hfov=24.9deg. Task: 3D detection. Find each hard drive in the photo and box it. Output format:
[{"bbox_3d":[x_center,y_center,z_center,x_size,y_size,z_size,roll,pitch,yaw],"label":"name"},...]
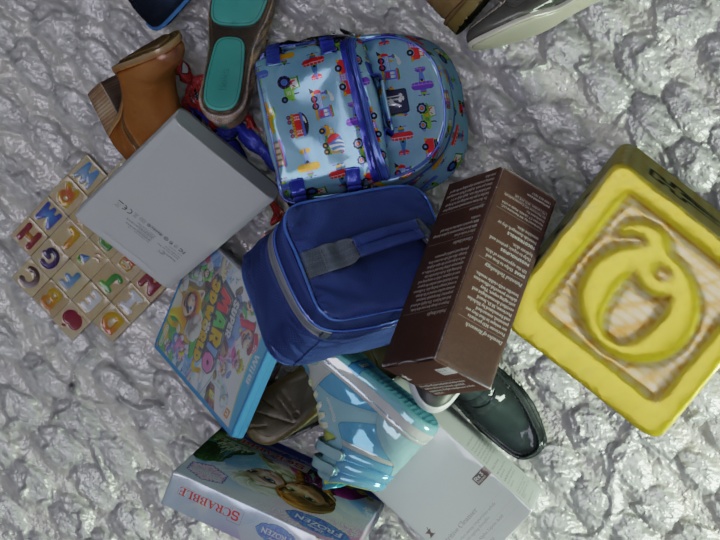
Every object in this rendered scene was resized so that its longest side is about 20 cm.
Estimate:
[{"bbox_3d":[-0.193,-0.071,1.700,0.132,0.026,0.200,39,132,-16],"label":"hard drive"}]

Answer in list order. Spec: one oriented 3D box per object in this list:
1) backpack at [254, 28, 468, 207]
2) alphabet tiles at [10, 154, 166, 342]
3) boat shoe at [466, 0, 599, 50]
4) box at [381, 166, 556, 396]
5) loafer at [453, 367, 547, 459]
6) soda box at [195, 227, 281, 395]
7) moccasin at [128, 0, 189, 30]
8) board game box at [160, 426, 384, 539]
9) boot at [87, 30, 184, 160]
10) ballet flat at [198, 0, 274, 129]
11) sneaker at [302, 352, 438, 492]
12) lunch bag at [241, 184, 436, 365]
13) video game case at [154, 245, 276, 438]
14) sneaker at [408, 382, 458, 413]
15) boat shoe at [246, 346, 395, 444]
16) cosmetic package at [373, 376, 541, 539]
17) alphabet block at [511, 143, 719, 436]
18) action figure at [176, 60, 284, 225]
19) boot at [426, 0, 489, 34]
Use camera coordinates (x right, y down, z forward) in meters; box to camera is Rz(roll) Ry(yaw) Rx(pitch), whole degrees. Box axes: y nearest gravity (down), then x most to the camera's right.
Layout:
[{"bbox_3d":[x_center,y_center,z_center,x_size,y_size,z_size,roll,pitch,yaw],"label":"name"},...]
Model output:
[{"bbox_3d":[0.006,-0.155,1.645,0.199,0.135,0.184,-8,86,4],"label":"backpack"},{"bbox_3d":[-0.288,-0.024,1.805,0.166,0.006,0.200,46,106,1],"label":"alphabet tiles"},{"bbox_3d":[0.192,-0.281,1.631,0.199,0.067,0.057,-23,79,10],"label":"boat shoe"},{"bbox_3d":[0.102,0.012,1.528,0.075,0.100,0.201,31,70,-21],"label":"box"},{"bbox_3d":[0.118,0.121,1.711,0.068,0.070,0.201,-40,90,16],"label":"loafer"},{"bbox_3d":[-0.104,0.057,1.751,0.068,0.064,0.201,25,105,7],"label":"soda box"},{"bbox_3d":[-0.169,-0.334,1.683,0.068,0.081,0.200,43,105,-10],"label":"moccasin"},{"bbox_3d":[-0.084,0.238,1.709,0.199,0.200,0.041,23,104,6],"label":"board game box"},{"bbox_3d":[-0.200,-0.151,1.688,0.156,0.077,0.200,57,142,-4],"label":"boot"},{"bbox_3d":[-0.127,-0.237,1.692,0.068,0.067,0.201,11,72,11],"label":"ballet flat"},{"bbox_3d":[-0.031,0.147,1.670,0.200,0.079,0.131,39,103,20],"label":"sneaker"},{"bbox_3d":[0.000,0.000,1.600,0.132,0.199,0.136,-40,68,54],"label":"lunch bag"},{"bbox_3d":[-0.147,0.065,1.716,0.200,0.018,0.144,41,112,49],"label":"video game case"},{"bbox_3d":[0.103,0.042,1.640,0.070,0.099,0.201,23,71,-5],"label":"sneaker"},{"bbox_3d":[-0.036,0.121,1.744,0.200,0.066,0.072,-32,83,-7],"label":"boat shoe"},{"bbox_3d":[0.081,0.212,1.730,0.200,0.081,0.113,40,106,3],"label":"cosmetic package"},{"bbox_3d":[0.273,0.013,1.592,0.196,0.200,0.196,36,106,3],"label":"alphabet block"},{"bbox_3d":[-0.134,-0.143,1.731,0.065,0.052,0.200,-39,88,20],"label":"action figure"},{"bbox_3d":[0.077,-0.362,1.636,0.200,0.066,0.175,45,105,3],"label":"boot"}]
